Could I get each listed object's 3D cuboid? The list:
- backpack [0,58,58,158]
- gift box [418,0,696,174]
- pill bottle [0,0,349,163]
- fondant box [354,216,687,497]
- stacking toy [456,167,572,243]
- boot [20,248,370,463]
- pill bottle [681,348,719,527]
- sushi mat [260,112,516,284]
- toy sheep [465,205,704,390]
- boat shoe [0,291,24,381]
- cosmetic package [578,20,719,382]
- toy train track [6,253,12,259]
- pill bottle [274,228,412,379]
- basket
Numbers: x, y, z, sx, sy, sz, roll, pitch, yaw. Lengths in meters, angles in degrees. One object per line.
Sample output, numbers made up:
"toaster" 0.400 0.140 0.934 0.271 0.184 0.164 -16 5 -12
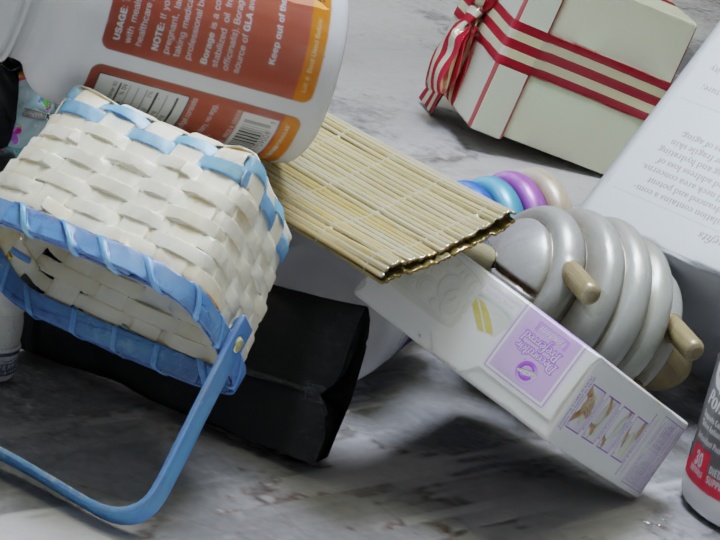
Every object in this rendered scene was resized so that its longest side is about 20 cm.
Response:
"backpack" -0.193 -0.127 1.993 0.199 0.127 0.167 10 28 -22
"gift box" 0.162 -0.199 2.510 0.186 0.185 0.200 20 10 -20
"pill bottle" -0.116 -0.136 1.532 0.199 0.113 0.112 15 15 -18
"fondant box" 0.096 0.052 1.604 0.144 0.058 0.200 37 2 24
"stacking toy" 0.054 -0.028 2.002 0.199 0.086 0.085 -5 24 -35
"boot" -0.088 0.004 1.570 0.199 0.166 0.066 20 22 19
"pill bottle" 0.268 0.057 1.661 0.110 0.201 0.111 13 15 -4
"sushi mat" -0.012 -0.049 1.563 0.095 0.012 0.200 -24 37 -32
"toy sheep" 0.137 0.022 1.787 0.200 0.138 0.138 32 5 -31
"boat shoe" -0.273 -0.004 1.585 0.199 0.070 0.071 24 17 25
"cosmetic package" 0.281 -0.037 1.899 0.167 0.200 0.167 26 -22 33
"toy train track" -0.199 0.010 1.678 0.199 0.033 0.115 22 16 17
"pill bottle" 0.000 0.000 1.763 0.111 0.112 0.200 19 16 13
"basket" -0.134 0.020 1.459 0.176 0.200 0.139 25 -24 23
